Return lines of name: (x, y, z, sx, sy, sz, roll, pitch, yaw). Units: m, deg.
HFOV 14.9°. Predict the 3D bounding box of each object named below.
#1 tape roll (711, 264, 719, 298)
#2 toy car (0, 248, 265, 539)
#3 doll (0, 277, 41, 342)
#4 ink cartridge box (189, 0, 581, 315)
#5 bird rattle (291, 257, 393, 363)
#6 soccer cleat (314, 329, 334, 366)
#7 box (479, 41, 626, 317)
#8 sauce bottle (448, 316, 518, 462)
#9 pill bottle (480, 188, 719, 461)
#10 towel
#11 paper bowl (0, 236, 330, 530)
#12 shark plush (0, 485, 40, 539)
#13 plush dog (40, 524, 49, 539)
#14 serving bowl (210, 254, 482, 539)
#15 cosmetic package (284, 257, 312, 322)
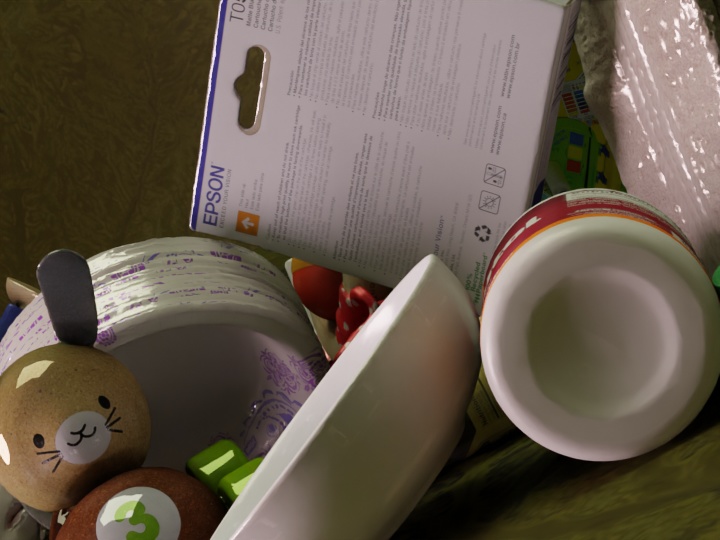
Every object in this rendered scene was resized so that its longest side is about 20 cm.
tape roll: (0.264, -0.021, 1.290, 0.200, 0.048, 0.200, -29, 5, 3)
toy car: (-0.152, 0.096, 1.491, 0.164, 0.201, 0.158, -30, 11, -13)
doll: (-0.223, 0.111, 1.704, 0.048, 0.201, 0.136, 25, 0, 40)
ink cartridge box: (0.012, -0.090, 1.555, 0.199, 0.200, 0.041, 17, 27, 13)
bird rattle: (0.000, 0.000, 1.747, 0.112, 0.201, 0.163, -17, -7, -14)
soccer cleat: (0.004, 0.060, 1.825, 0.200, 0.068, 0.073, -28, 9, -20)
box: (0.112, -0.062, 1.701, 0.122, 0.193, 0.200, -25, 6, 34)
sauce bottle: (0.056, 0.065, 1.480, 0.199, 0.066, 0.066, -28, 5, 2)
pill bottle: (0.114, 0.020, 1.334, 0.113, 0.113, 0.200, -28, 4, 6)
towel: (0.178, -0.081, 1.493, 0.034, 0.201, 0.132, -24, 3, -25)
paper bowl: (-0.124, 0.064, 1.640, 0.200, 0.201, 0.105, -29, 48, 3)
shark plush: (-0.259, 0.204, 1.680, 0.200, 0.083, 0.091, -39, 6, 33)
plush dog: (-0.228, 0.167, 1.815, 0.171, 0.161, 0.200, -6, 48, 40)
serving bowl: (0.000, 0.091, 1.351, 0.200, 0.066, 0.200, -52, 3, 3)
cosmetic package: (0.061, -0.010, 1.949, 0.199, 0.081, 0.113, -29, -14, 13)
